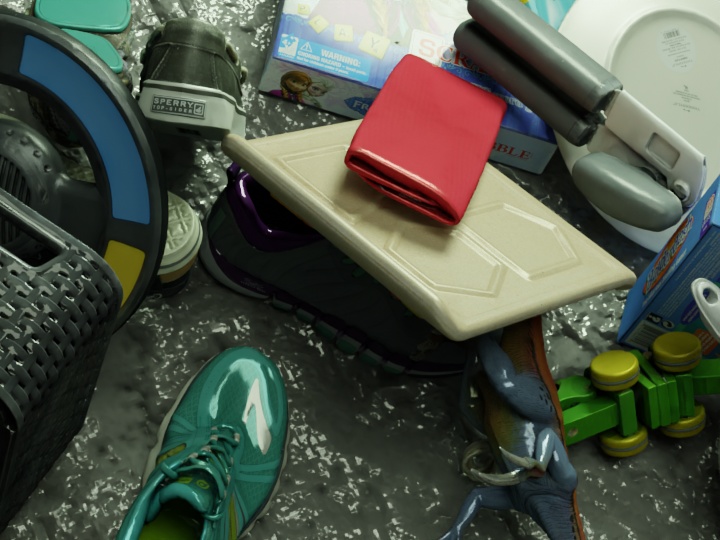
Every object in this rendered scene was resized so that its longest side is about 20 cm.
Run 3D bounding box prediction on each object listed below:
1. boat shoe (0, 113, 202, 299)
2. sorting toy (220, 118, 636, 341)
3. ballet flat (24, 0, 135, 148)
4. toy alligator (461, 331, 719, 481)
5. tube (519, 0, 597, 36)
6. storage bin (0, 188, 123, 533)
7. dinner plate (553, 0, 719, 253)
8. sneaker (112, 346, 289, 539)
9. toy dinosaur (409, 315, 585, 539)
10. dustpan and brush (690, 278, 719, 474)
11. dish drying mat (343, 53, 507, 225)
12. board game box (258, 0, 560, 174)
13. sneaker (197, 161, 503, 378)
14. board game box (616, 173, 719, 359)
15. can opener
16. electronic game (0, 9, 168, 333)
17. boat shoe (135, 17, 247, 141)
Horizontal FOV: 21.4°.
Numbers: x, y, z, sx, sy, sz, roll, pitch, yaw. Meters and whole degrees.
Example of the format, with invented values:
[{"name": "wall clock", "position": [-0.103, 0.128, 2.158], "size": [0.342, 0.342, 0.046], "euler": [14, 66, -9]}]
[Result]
[{"name": "boat shoe", "position": [-0.183, -0.036, 1.117], "size": [0.198, 0.062, 0.075], "euler": [21, 59, 13]}, {"name": "sorting toy", "position": [0.039, -0.026, 1.081], "size": [0.185, 0.037, 0.199], "euler": [39, 28, 28]}, {"name": "ballet flat", "position": [-0.173, -0.124, 1.150], "size": [0.071, 0.073, 0.201], "euler": [10, 22, -11]}, {"name": "toy alligator", "position": [0.146, 0.078, 1.161], "size": [0.198, 0.060, 0.054], "euler": [-16, 28, -10]}, {"name": "tube", "position": [0.098, -0.227, 1.272], "size": [0.077, 0.050, 0.201], "euler": [-32, 83, -24]}, {"name": "storage bin", "position": [-0.213, 0.044, 0.978], "size": [0.135, 0.200, 0.094], "euler": [33, 56, 3]}, {"name": "dinner plate", "position": [0.213, -0.108, 1.264], "size": [0.198, 0.024, 0.202], "euler": [8, 73, -26]}, {"name": "sneaker", "position": [-0.087, 0.124, 1.044], "size": [0.077, 0.080, 0.201], "euler": [25, 57, -2]}, {"name": "toy dinosaur", "position": [0.104, 0.099, 1.072], "size": [0.200, 0.105, 0.182], "euler": [-40, 85, -23]}, {"name": "dustpan and brush", "position": [0.247, 0.083, 1.127], "size": [0.139, 0.057, 0.200], "euler": [-43, 100, -16]}, {"name": "dish drying mat", "position": [0.041, -0.081, 1.127], "size": [0.076, 0.018, 0.200], "euler": [26, 24, 0]}, {"name": "board game box", "position": [0.047, -0.182, 1.279], "size": [0.198, 0.041, 0.201], "euler": [15, 58, -9]}, {"name": "sneaker", "position": [0.000, 0.000, 1.135], "size": [0.198, 0.088, 0.075], "euler": [20, 58, -5]}, {"name": "board game box", "position": [0.278, 0.030, 1.166], "size": [0.198, 0.152, 0.045], "euler": [22, 57, -4]}, {"name": "can opener", "position": [0.129, -0.100, 1.180], "size": [0.200, 0.054, 0.067], "euler": [42, 42, 20]}, {"name": "electronic game", "position": [-0.198, -0.044, 1.048], "size": [0.199, 0.201, 0.042], "euler": [36, 26, 5]}, {"name": "boat shoe", "position": [-0.095, -0.111, 1.105], "size": [0.070, 0.200, 0.064], "euler": [9, 90, -7]}]
